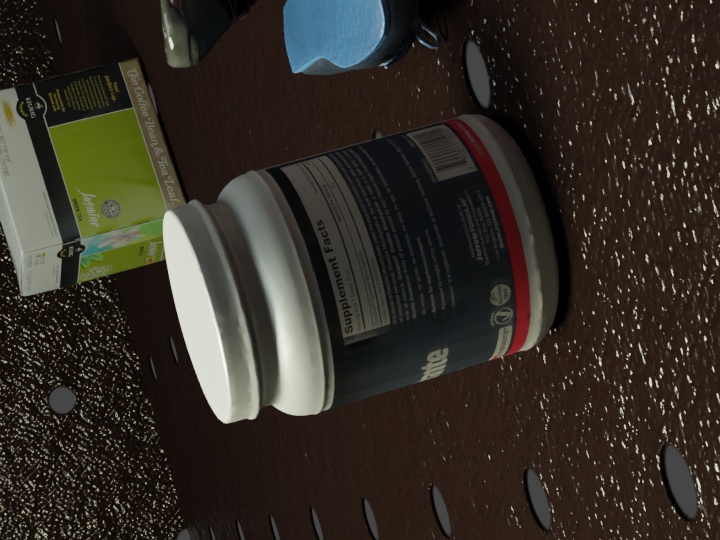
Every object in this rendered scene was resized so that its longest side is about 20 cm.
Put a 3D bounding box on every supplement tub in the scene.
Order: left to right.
[{"bbox_3d":[0.000,0.000,1.150,0.140,0.198,0.142,164,90,-76],"label":"supplement tub"}]

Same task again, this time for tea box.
[{"bbox_3d":[-0.315,-0.105,2.281,0.134,0.195,0.202,111,142,-66],"label":"tea box"}]

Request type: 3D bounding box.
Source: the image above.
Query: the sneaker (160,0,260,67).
[{"bbox_3d":[-0.064,-0.206,1.327,0.201,0.114,0.076,-80,-9,-45],"label":"sneaker"}]

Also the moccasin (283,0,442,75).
[{"bbox_3d":[0.005,-0.163,1.241,0.200,0.067,0.081,-165,68,-73],"label":"moccasin"}]
